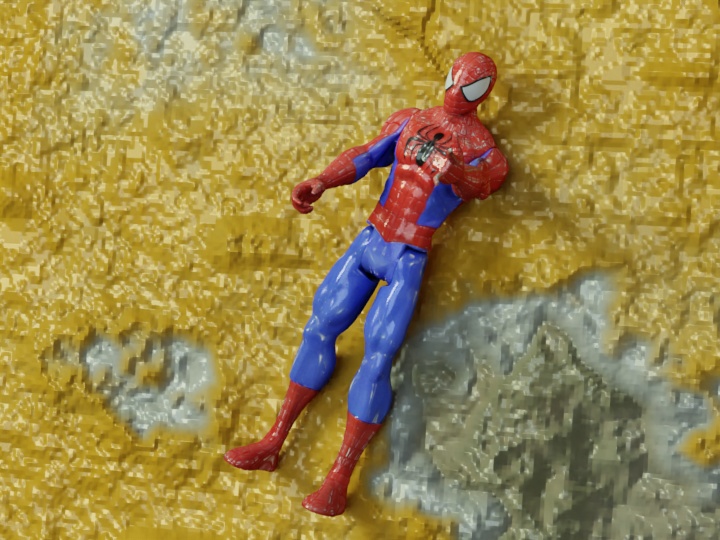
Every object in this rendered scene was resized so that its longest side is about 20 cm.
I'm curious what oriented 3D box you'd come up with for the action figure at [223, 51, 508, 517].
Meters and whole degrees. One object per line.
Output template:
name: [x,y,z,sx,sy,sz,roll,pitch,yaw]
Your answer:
action figure: [0.000,0.000,1.027,0.065,0.099,0.200,28,96,21]
